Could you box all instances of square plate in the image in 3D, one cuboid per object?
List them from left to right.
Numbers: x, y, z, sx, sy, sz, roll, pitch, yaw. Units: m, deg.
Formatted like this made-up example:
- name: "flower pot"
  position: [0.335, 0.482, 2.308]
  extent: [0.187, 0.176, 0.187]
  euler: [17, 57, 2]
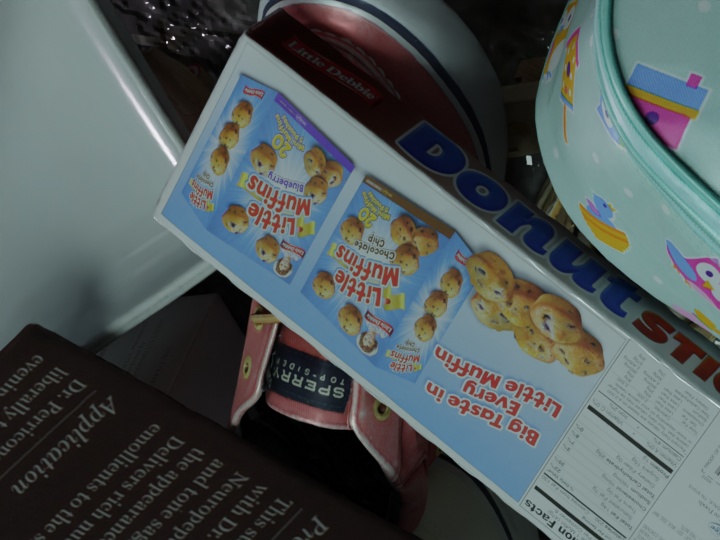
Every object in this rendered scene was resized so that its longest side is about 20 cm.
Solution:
- name: "square plate"
  position: [-0.137, -0.054, 0.956]
  extent: [0.198, 0.028, 0.200]
  euler: [-35, 82, 43]

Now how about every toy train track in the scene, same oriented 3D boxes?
- name: "toy train track"
  position: [-0.004, -0.047, 0.925]
  extent: [0.200, 0.033, 0.115]
  euler: [-6, 137, 43]

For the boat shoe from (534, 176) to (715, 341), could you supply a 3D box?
- name: "boat shoe"
  position: [0.086, -0.008, 0.897]
  extent: [0.074, 0.069, 0.200]
  euler: [25, 135, 5]

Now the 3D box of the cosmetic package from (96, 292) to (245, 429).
- name: "cosmetic package"
  position: [-0.122, 0.079, 1.067]
  extent: [0.200, 0.081, 0.113]
  euler: [-8, 130, 31]

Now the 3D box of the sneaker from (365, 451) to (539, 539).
- name: "sneaker"
  position: [0.034, 0.154, 0.987]
  extent: [0.073, 0.071, 0.200]
  euler: [-3, 112, 43]

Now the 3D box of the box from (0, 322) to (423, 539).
- name: "box"
  position: [-0.070, 0.157, 0.889]
  extent: [0.200, 0.166, 0.164]
  euler: [28, 145, 27]

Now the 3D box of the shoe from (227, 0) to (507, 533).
- name: "shoe"
  position: [0.000, 0.000, 0.870]
  extent: [0.071, 0.091, 0.200]
  euler: [13, 147, 20]

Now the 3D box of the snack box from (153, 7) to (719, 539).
- name: "snack box"
  position: [0.035, 0.017, 0.799]
  extent: [0.200, 0.024, 0.072]
  euler: [39, 128, 11]

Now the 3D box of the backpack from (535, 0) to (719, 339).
- name: "backpack"
  position: [0.151, -0.048, 0.746]
  extent: [0.200, 0.176, 0.153]
  euler: [33, 168, 7]
